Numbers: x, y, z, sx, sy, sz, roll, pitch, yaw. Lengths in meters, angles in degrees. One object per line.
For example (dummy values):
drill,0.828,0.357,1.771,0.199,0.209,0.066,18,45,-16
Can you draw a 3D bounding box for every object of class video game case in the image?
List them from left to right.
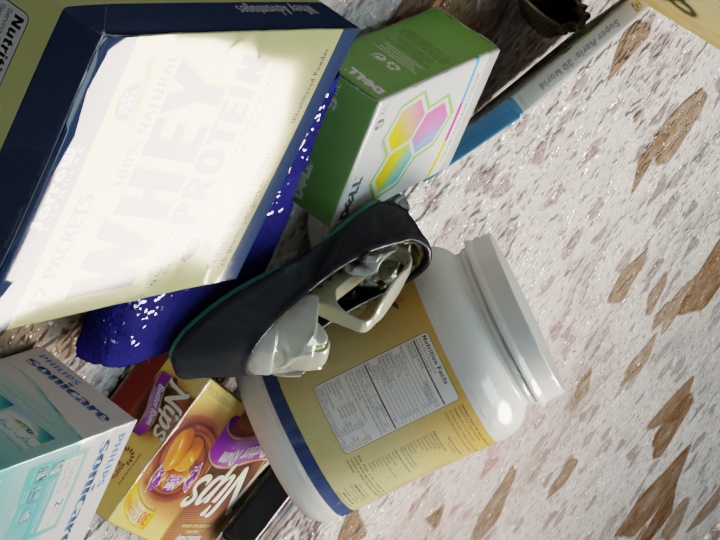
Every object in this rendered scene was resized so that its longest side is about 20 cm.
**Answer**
video game case,-0.049,0.157,1.700,0.200,0.025,0.181,-51,175,-24
video game case,0.138,-0.145,1.649,0.200,0.018,0.143,-41,-176,-33

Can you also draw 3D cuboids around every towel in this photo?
towel,-0.099,-0.040,1.353,0.147,0.049,0.201,-18,140,-47

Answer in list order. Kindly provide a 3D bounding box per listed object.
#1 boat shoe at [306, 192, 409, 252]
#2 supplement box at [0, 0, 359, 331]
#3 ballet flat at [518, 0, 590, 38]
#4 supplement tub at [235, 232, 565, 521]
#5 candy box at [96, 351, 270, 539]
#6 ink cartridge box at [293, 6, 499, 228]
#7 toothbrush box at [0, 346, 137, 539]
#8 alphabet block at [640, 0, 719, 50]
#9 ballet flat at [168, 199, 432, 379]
boat shoe,0.001,-0.001,1.595,0.074,0.065,0.203,-42,156,-30
supplement box,-0.148,-0.094,0.935,0.200,0.199,0.135,-13,135,-60
ballet flat,0.131,-0.212,1.583,0.067,0.046,0.200,-46,159,-3
supplement tub,0.027,0.071,1.531,0.199,0.145,0.144,-26,160,6
candy box,-0.126,0.128,1.529,0.117,0.056,0.200,-53,158,-5
ink cartridge box,0.002,-0.096,1.460,0.200,0.059,0.104,-28,148,-50
toothbrush box,-0.238,0.141,1.262,0.200,0.085,0.147,-18,138,-60
alphabet block,0.265,-0.292,1.544,0.197,0.199,0.196,-49,158,-16
ballet flat,-0.029,0.022,1.413,0.199,0.073,0.073,-34,152,-31
